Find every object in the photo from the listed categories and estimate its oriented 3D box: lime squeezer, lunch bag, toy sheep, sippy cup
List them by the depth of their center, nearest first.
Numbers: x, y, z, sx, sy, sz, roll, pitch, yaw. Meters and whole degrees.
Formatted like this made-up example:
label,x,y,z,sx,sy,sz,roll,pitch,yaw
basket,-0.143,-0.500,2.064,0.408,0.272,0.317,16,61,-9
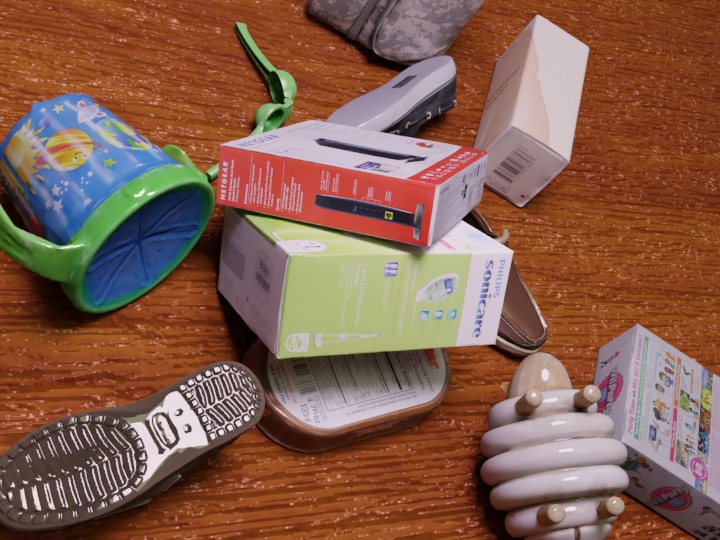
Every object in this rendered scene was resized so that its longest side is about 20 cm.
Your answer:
label,x,y,z,sx,sy,sz,roll,pitch,yaw
sippy cup,-0.203,-0.060,0.741,0.130,0.178,0.140,44,88,13
toy sheep,0.164,0.169,0.819,0.137,0.138,0.202,7,69,-28
lime squeezer,-0.097,-0.162,0.926,0.070,0.038,0.202,19,54,-21
lunch bag,0.060,-0.322,1.019,0.167,0.200,0.140,29,50,-12

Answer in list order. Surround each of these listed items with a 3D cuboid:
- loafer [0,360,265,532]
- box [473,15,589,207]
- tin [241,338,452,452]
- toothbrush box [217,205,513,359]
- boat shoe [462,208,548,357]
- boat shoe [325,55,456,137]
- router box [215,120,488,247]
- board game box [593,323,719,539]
label,x,y,z,sx,sy,sz,roll,pitch,yaw
loafer,-0.160,0.131,0.684,0.198,0.068,0.077,-19,68,-22
box,0.190,-0.181,1.083,0.077,0.095,0.201,29,48,-12
tin,-0.007,0.087,0.826,0.198,0.042,0.113,-9,71,-36
toothbrush box,0.000,0.000,0.795,0.198,0.087,0.146,0,20,-27
boat shoe,0.116,-0.008,0.936,0.203,0.075,0.075,48,48,3
boat shoe,0.039,-0.160,0.995,0.200,0.068,0.057,-38,123,-37
router box,0.001,-0.080,0.818,0.177,0.049,0.200,12,17,15
board game box,0.324,0.170,0.963,0.199,0.064,0.148,33,48,-12
